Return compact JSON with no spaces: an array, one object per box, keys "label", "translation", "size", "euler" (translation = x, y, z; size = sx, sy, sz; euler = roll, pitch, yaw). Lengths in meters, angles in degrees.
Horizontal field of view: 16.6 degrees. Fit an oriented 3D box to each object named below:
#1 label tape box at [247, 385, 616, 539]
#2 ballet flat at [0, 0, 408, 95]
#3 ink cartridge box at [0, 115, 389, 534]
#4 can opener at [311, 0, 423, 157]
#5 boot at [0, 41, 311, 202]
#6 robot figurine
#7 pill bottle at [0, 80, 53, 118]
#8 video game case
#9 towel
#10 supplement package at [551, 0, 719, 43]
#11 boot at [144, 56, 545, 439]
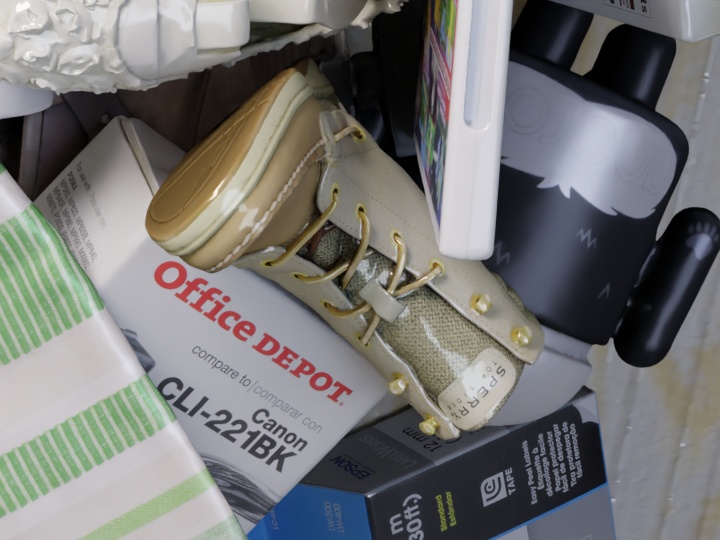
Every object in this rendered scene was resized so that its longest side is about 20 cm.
[{"label":"label tape box","translation":[0.027,0.147,1.182],"size":[0.200,0.066,0.144],"euler":[-23,117,-27]},{"label":"ballet flat","translation":[-0.051,-0.106,0.925],"size":[0.200,0.072,0.072],"euler":[-22,118,-48]},{"label":"ink cartridge box","translation":[-0.106,0.057,1.017],"size":[0.200,0.084,0.144],"euler":[-46,127,11]},{"label":"can opener","translation":[-0.005,-0.148,1.058],"size":[0.066,0.053,0.200],"euler":[-10,105,-7]},{"label":"boot","translation":[-0.101,-0.123,1.010],"size":[0.146,0.070,0.200],"euler":[-18,108,-19]},{"label":"robot figurine","translation":[0.072,-0.028,1.119],"size":[0.125,0.150,0.200],"euler":[21,93,-57]},{"label":"pill bottle","translation":[-0.163,-0.159,0.910],"size":[0.119,0.120,0.200],"euler":[-8,103,-31]},{"label":"video game case","translation":[0.041,-0.116,0.938],"size":[0.023,0.200,0.183],"euler":[3,105,-3]},{"label":"towel","translation":[-0.148,0.071,0.940],"size":[0.152,0.023,0.200],"euler":[-29,97,10]},{"label":"supplement package","translation":[0.146,-0.206,1.058],"size":[0.191,0.200,0.147],"euler":[-19,115,-28]},{"label":"boot","translation":[0.000,0.000,0.940],"size":[0.072,0.200,0.155],"euler":[-40,95,13]}]
